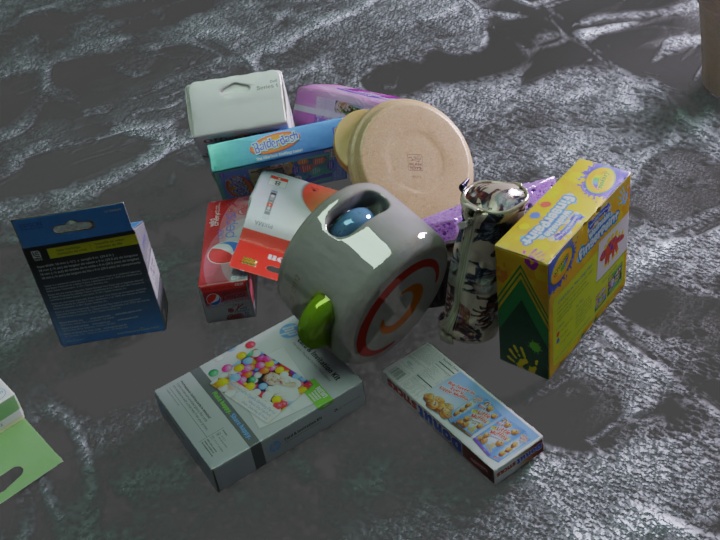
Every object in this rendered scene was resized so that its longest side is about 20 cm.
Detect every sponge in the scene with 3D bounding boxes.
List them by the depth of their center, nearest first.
[{"bbox_3d":[0.159,-0.078,1.278,0.198,0.030,0.111,-22,9,-35],"label":"sponge"}]

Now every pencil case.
[{"bbox_3d":[0.139,-0.007,1.127,0.088,0.203,0.078,-14,38,-29],"label":"pencil case"}]

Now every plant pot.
[{"bbox_3d":[0.613,-0.378,1.509,0.196,0.186,0.202,-6,37,5],"label":"plant pot"}]

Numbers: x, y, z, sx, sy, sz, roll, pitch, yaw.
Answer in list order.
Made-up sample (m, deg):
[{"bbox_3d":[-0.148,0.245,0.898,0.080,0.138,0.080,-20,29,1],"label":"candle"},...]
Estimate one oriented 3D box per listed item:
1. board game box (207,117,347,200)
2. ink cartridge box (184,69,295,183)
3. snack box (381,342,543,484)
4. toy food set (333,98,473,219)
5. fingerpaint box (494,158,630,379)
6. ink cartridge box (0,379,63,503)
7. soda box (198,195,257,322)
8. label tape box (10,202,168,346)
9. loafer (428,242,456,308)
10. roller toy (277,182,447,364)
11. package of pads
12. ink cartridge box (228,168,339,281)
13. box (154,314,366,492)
[{"bbox_3d":[-0.118,-0.159,1.417,0.196,0.152,0.046,-13,77,-5],"label":"board game box"},{"bbox_3d":[-0.172,-0.211,1.444,0.143,0.200,0.086,-10,77,0],"label":"ink cartridge box"},{"bbox_3d":[0.109,0.152,1.062,0.071,0.025,0.199,-27,41,-23],"label":"snack box"},{"bbox_3d":[0.067,-0.142,1.342,0.197,0.201,0.049,-17,-7,-23],"label":"toy food set"},{"bbox_3d":[0.237,-0.005,1.121,0.073,0.169,0.200,20,47,33],"label":"fingerpaint box"},{"bbox_3d":[-0.455,0.196,1.109,0.145,0.049,0.199,-33,41,-29],"label":"ink cartridge box"},{"bbox_3d":[-0.177,-0.019,1.314,0.069,0.064,0.202,-8,38,1],"label":"soda box"},{"bbox_3d":[-0.336,-0.008,1.218,0.141,0.203,0.064,-9,36,0],"label":"label tape box"},{"bbox_3d":[0.120,0.001,1.230,0.196,0.074,0.071,0,25,8],"label":"loafer"},{"bbox_3d":[0.000,0.000,1.118,0.139,0.199,0.184,41,101,24],"label":"roller toy"},{"bbox_3d":[0.003,-0.247,1.536,0.197,0.077,0.120,17,20,29],"label":"package of pads"},{"bbox_3d":[-0.080,-0.054,1.293,0.159,0.051,0.201,16,31,-3],"label":"ink cartridge box"},{"bbox_3d":[-0.116,0.146,1.106,0.198,0.042,0.156,-26,41,-23],"label":"box"}]
